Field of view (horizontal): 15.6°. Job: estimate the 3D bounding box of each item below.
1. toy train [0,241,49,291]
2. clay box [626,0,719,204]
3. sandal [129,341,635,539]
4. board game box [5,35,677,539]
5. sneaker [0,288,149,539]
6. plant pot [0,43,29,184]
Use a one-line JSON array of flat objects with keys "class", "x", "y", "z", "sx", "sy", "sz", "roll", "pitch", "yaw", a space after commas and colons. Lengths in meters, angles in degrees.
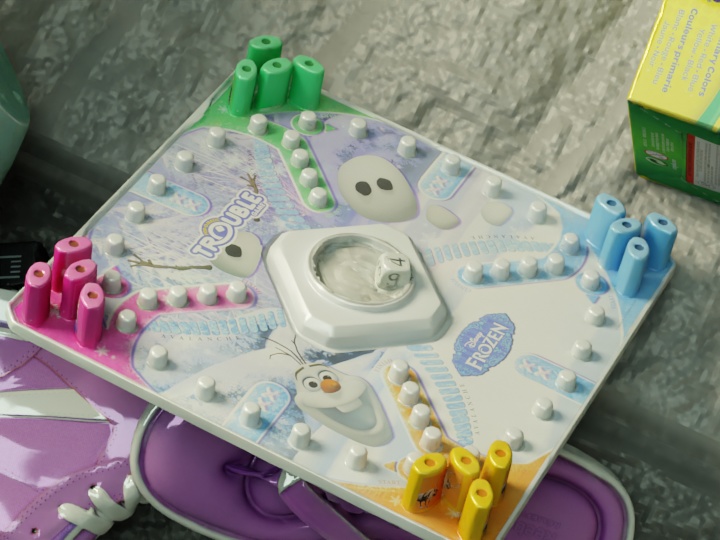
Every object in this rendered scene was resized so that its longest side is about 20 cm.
[{"class": "toy train", "x": -0.085, "y": 0.004, "z": 1.069, "sx": 0.199, "sy": 0.034, "sz": 0.046, "roll": -4, "pitch": 65, "yaw": 8}, {"class": "clay box", "x": 0.158, "y": -0.135, "z": 1.021, "sx": 0.047, "sy": 0.115, "sz": 0.201, "roll": 20, "pitch": 82, "yaw": 11}, {"class": "sandal", "x": 0.015, "y": 0.077, "z": 0.985, "sx": 0.202, "sy": 0.050, "sz": 0.083, "roll": 12, "pitch": 96, "yaw": -17}, {"class": "board game box", "x": 0.000, "y": 0.000, "z": 0.996, "sx": 0.199, "sy": 0.026, "sz": 0.200, "roll": 26, "pitch": 42, "yaw": 12}, {"class": "sneaker", "x": -0.083, "y": 0.077, "z": 1.019, "sx": 0.199, "sy": 0.073, "sz": 0.115, "roll": 8, "pitch": 73, "yaw": -1}, {"class": "plant pot", "x": -0.226, "y": -0.068, "z": 1.013, "sx": 0.161, "sy": 0.201, "sz": 0.201, "roll": -31, "pitch": 75, "yaw": 3}]
